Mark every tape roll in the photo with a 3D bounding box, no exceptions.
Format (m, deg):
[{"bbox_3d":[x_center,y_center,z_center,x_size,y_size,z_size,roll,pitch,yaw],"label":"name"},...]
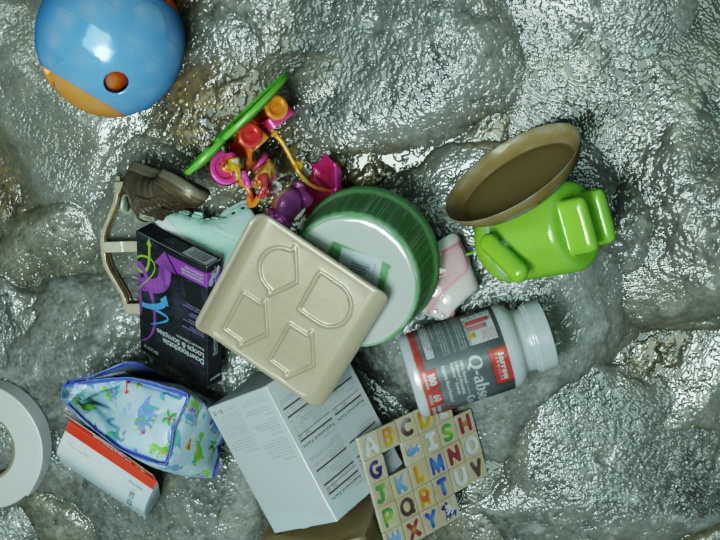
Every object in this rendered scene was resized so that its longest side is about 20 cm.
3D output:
[{"bbox_3d":[-0.577,0.269,1.715,0.199,0.037,0.207,2,100,11],"label":"tape roll"}]

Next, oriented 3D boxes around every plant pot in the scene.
[{"bbox_3d":[0.199,-0.117,1.414,0.198,0.201,0.028,-29,114,15],"label":"plant pot"}]

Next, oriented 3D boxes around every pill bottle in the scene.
[{"bbox_3d":[0.158,0.114,1.491,0.197,0.116,0.118,-18,97,1],"label":"pill bottle"}]

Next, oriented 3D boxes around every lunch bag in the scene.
[{"bbox_3d":[-0.303,0.208,1.568,0.197,0.170,0.130,12,77,22],"label":"lunch bag"}]

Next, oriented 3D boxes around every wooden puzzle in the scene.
[{"bbox_3d":[-0.086,0.048,1.399,0.198,0.046,0.187,31,113,-1],"label":"wooden puzzle"}]

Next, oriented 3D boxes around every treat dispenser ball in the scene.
[{"bbox_3d":[-0.333,-0.308,1.473,0.197,0.201,0.205,2,101,10],"label":"treat dispenser ball"}]

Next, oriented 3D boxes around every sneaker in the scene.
[{"bbox_3d":[-0.215,-0.065,1.576,0.199,0.074,0.118,35,69,23],"label":"sneaker"},{"bbox_3d":[-0.269,-0.096,1.503,0.070,0.199,0.077,23,88,-35],"label":"sneaker"},{"bbox_3d":[0.073,0.041,1.524,0.198,0.075,0.106,-30,89,11],"label":"sneaker"}]

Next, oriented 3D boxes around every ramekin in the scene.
[{"bbox_3d":[0.000,0.000,1.435,0.196,0.098,0.204,4,108,13],"label":"ramekin"}]

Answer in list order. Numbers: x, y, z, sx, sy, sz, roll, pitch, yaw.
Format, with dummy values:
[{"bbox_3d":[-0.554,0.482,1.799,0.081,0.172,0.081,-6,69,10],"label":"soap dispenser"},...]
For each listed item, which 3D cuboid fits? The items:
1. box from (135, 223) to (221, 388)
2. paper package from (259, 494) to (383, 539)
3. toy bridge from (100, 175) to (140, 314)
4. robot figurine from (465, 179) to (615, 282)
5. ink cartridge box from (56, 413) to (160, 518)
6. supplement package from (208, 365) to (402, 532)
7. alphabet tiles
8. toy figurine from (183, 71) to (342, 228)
[{"bbox_3d":[-0.255,0.051,1.555,0.141,0.036,0.203,24,127,31],"label":"box"},{"bbox_3d":[-0.044,0.393,1.548,0.187,0.200,0.105,-17,102,15],"label":"paper package"},{"bbox_3d":[-0.347,-0.037,1.616,0.066,0.027,0.204,-1,99,12],"label":"toy bridge"},{"bbox_3d":[0.230,-0.049,1.426,0.198,0.174,0.118,-12,99,46],"label":"robot figurine"},{"bbox_3d":[-0.369,0.287,1.602,0.159,0.200,0.048,33,70,4],"label":"ink cartridge box"},{"bbox_3d":[-0.076,0.228,1.524,0.151,0.150,0.202,-24,96,48],"label":"supplement package"},{"bbox_3d":[0.093,0.275,1.527,0.007,0.198,0.170,-6,102,56],"label":"alphabet tiles"},{"bbox_3d":[-0.110,-0.132,1.491,0.184,0.150,0.200,48,68,-12],"label":"toy figurine"}]
